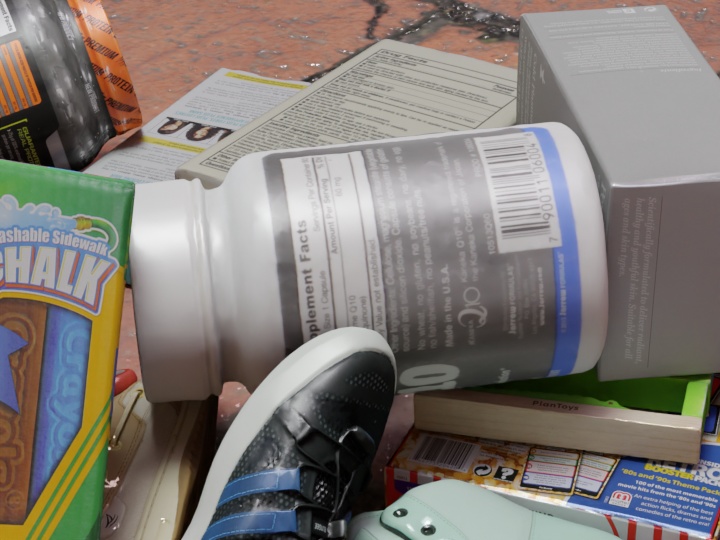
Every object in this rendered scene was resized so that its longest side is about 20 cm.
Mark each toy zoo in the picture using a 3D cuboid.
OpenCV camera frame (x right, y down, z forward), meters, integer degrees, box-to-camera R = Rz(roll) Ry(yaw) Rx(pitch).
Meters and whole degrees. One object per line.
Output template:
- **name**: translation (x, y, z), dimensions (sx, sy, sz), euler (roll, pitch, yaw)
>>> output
- **toy zoo**: translation (0.112, 0.021, 0.827), dimensions (0.130, 0.021, 0.200), euler (6, 31, 14)

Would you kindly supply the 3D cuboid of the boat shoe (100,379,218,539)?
- **boat shoe**: translation (-0.104, 0.087, 0.768), dimensions (0.069, 0.074, 0.200), euler (6, 32, 1)

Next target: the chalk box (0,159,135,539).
- **chalk box**: translation (-0.173, 0.013, 0.677), dimensions (0.123, 0.201, 0.125), euler (9, -5, -32)

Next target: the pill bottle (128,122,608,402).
- **pill bottle**: translation (0.000, 0.000, 0.740), dimensions (0.199, 0.114, 0.114), euler (-6, 31, -5)

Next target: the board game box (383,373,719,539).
- **board game box**: translation (0.117, 0.070, 0.812), dimensions (0.151, 0.047, 0.200), euler (11, 33, 21)

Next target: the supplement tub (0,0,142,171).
- **supplement tub**: translation (-0.239, -0.098, 1.004), dimensions (0.199, 0.123, 0.123), euler (-21, 34, -9)

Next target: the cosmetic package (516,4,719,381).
- **cosmetic package**: translation (0.133, -0.044, 0.812), dimensions (0.090, 0.107, 0.200), euler (-3, 29, -3)

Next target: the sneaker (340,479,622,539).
- **sneaker**: translation (0.027, 0.150, 0.653), dimensions (0.118, 0.074, 0.200), euler (21, 27, 22)

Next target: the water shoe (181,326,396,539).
- **water shoe**: translation (-0.030, 0.119, 0.656), dimensions (0.079, 0.071, 0.201), euler (25, 78, 39)

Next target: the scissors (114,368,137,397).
- **scissors**: translation (-0.207, 0.086, 0.832), dimensions (0.199, 0.014, 0.073), euler (-18, 7, -1)

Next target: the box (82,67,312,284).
- **box**: translation (-0.099, -0.060, 1.036), dimensions (0.082, 0.049, 0.200), euler (12, 34, 24)

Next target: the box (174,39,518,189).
- **box**: translation (0.010, -0.034, 0.930), dimensions (0.127, 0.110, 0.200), euler (18, 36, 30)
